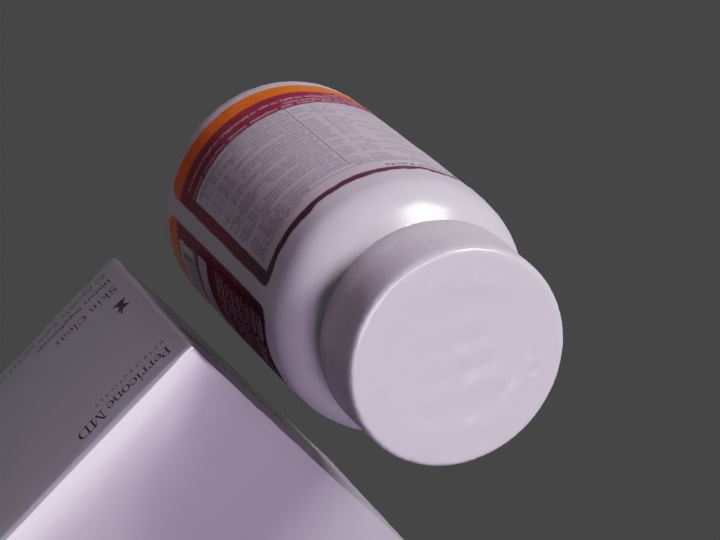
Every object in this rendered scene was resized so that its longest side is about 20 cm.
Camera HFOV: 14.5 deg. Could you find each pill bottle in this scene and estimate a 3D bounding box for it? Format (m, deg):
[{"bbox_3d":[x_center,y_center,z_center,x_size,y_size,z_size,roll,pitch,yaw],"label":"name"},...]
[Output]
[{"bbox_3d":[0.000,0.000,1.165,0.109,0.200,0.110,-9,113,-21],"label":"pill bottle"}]

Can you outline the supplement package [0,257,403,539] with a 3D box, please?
[{"bbox_3d":[-0.110,0.128,1.219,0.200,0.111,0.156,-46,121,-2],"label":"supplement package"}]
